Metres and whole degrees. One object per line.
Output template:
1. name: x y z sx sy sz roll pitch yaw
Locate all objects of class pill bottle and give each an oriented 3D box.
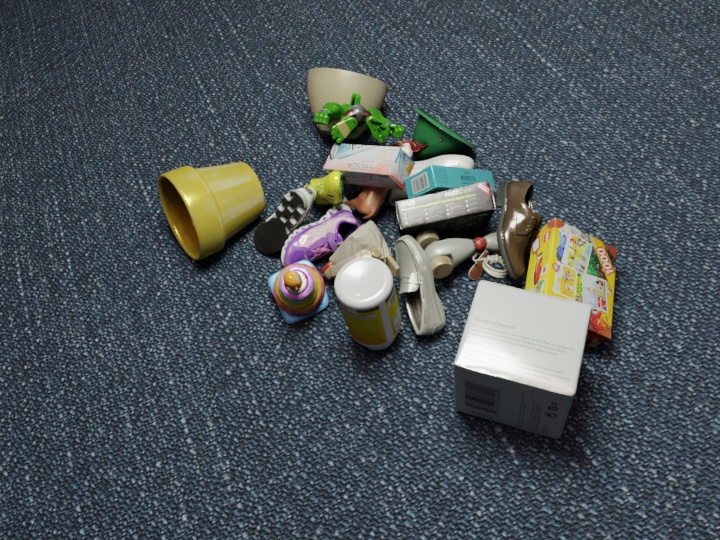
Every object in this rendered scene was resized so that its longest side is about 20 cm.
1. pill bottle: 0.019 0.071 1.254 0.108 0.201 0.110 -5 55 7

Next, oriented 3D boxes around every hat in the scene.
1. hat: 0.145 -0.267 1.554 0.200 0.165 0.177 43 108 32

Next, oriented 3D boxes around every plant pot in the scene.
1. plant pot: -0.041 -0.396 1.610 0.198 0.200 0.136 12 94 18
2. plant pot: -0.327 -0.153 1.493 0.188 0.202 0.201 -28 54 -28

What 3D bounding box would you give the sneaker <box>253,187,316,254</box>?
1. sneaker: -0.160 -0.109 1.462 0.074 0.200 0.088 50 35 1

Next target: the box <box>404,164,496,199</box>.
1. box: 0.191 -0.178 1.391 0.082 0.198 0.050 -22 75 46

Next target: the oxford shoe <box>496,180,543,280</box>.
1. oxford shoe: 0.311 -0.081 1.283 0.084 0.072 0.203 -5 76 30

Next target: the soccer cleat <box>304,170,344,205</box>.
1. soccer cleat: -0.082 -0.178 1.458 0.083 0.200 0.066 5 87 -11

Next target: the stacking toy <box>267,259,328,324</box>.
1. stacking toy: -0.127 0.028 1.307 0.109 0.200 0.117 -26 81 -5

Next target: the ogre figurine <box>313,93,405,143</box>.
1. ogre figurine: -0.008 -0.339 1.486 0.197 0.099 0.120 -11 32 -5

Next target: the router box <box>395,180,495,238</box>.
1. router box: 0.174 -0.118 1.378 0.197 0.150 0.063 -12 80 3

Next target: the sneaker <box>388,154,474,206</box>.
1. sneaker: 0.158 -0.191 1.488 0.198 0.074 0.117 -6 56 19

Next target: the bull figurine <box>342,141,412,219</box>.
1. bull figurine: 0.038 -0.209 1.486 0.121 0.065 0.201 17 75 54

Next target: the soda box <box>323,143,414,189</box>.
1. soda box: 0.016 -0.224 1.418 0.199 0.063 0.069 13 74 42

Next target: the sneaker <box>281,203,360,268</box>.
1. sneaker: -0.080 -0.063 1.429 0.199 0.081 0.088 -38 42 -15

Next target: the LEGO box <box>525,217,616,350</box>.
1. LEGO box: 0.395 0.026 1.248 0.148 0.077 0.202 24 59 -12

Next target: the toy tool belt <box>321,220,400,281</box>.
1. toy tool belt: 0.000 0.000 1.344 0.123 0.200 0.125 49 54 4

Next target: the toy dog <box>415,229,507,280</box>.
1. toy dog: 0.206 -0.026 1.368 0.197 0.097 0.133 8 54 -1

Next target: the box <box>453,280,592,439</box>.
1. box: 0.276 0.156 1.147 0.198 0.200 0.173 12 59 17

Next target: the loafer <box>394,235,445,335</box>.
1. loafer: 0.107 0.029 1.299 0.069 0.070 0.202 -13 79 -36
